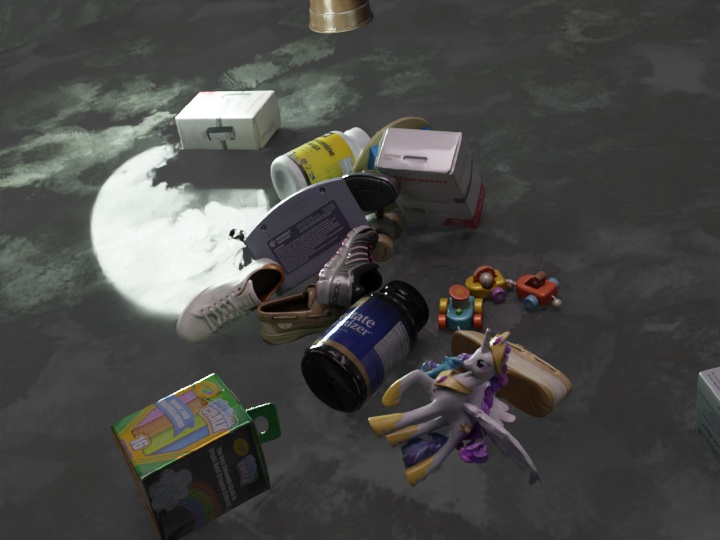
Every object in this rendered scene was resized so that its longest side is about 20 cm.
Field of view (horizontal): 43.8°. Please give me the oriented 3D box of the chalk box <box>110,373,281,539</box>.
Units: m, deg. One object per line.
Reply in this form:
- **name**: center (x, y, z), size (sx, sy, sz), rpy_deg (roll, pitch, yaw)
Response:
- **chalk box**: center (-0.198, 0.230, 1.158), size (0.198, 0.126, 0.124), rpy_deg (-25, 36, -23)

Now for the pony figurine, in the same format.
- **pony figurine**: center (0.128, 0.181, 1.116), size (0.198, 0.194, 0.167), rpy_deg (-31, 31, 3)

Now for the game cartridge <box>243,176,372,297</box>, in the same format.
- **game cartridge**: center (-0.090, -0.064, 1.512), size (0.198, 0.134, 0.041), rpy_deg (-32, 13, -1)

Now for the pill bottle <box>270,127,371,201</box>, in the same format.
- **pill bottle**: center (-0.070, -0.206, 1.777), size (0.198, 0.114, 0.112), rpy_deg (-31, 39, -29)

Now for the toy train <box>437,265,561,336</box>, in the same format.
- **toy train**: center (0.211, 0.040, 1.392), size (0.198, 0.056, 0.149), rpy_deg (-31, 39, -29)

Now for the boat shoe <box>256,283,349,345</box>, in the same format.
- **boat shoe**: center (-0.067, 0.059, 1.428), size (0.197, 0.065, 0.071), rpy_deg (-18, 35, -14)

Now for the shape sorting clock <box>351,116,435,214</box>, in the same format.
- **shape sorting clock**: center (0.061, -0.192, 1.644), size (0.198, 0.202, 0.039), rpy_deg (-27, 55, -24)

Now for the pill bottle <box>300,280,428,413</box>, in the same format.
- **pill bottle**: center (0.013, 0.104, 1.299), size (0.111, 0.113, 0.200), rpy_deg (16, 41, 33)

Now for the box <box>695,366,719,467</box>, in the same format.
- **box**: center (0.525, 0.190, 1.045), size (0.196, 0.106, 0.185), rpy_deg (-13, 33, -3)

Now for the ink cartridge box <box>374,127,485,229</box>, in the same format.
- **ink cartridge box**: center (0.126, -0.159, 1.567), size (0.143, 0.200, 0.086), rpy_deg (8, 70, 24)

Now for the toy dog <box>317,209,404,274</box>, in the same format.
- **toy dog**: center (-0.019, -0.077, 1.587), size (0.196, 0.098, 0.133), rpy_deg (-11, 33, -2)

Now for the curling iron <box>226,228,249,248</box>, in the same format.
- **curling iron**: center (-0.184, -0.027, 1.615), size (0.049, 0.026, 0.200), rpy_deg (13, 19, -43)

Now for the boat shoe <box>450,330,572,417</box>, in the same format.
- **boat shoe**: center (0.208, 0.137, 1.247), size (0.068, 0.075, 0.199), rpy_deg (-17, 33, -33)

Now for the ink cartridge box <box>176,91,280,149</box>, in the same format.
- **ink cartridge box**: center (-0.300, -0.343, 2.052), size (0.196, 0.086, 0.146), rpy_deg (4, 36, 17)

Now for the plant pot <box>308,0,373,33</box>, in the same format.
- **plant pot**: center (-0.070, -0.826, 2.614), size (0.196, 0.201, 0.201), rpy_deg (-7, 32, 4)

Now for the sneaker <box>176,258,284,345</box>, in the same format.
- **sneaker**: center (-0.207, 0.048, 1.433), size (0.199, 0.073, 0.084), rpy_deg (-39, 20, -14)

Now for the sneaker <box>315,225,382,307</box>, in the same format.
- **sneaker**: center (0.000, 0.000, 1.420), size (0.086, 0.075, 0.200), rpy_deg (20, 35, 11)

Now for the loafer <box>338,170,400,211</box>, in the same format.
- **loafer**: center (-0.011, -0.143, 1.553), size (0.197, 0.073, 0.063), rpy_deg (-6, 29, 36)
